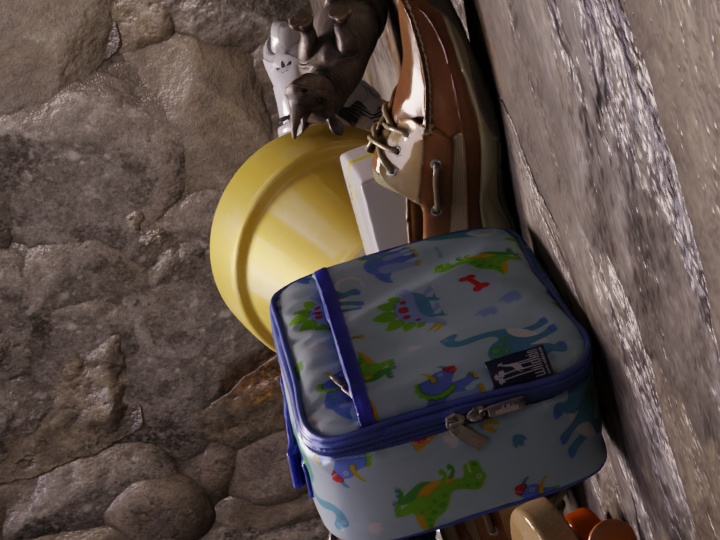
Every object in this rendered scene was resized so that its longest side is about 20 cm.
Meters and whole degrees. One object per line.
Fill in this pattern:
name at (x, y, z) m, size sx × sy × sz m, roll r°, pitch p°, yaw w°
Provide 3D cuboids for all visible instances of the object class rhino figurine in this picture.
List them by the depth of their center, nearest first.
rhino figurine at (-0.023, -0.181, 1.417) m, size 0.088 × 0.059 × 0.201 m, roll 71°, pitch -151°, yaw -46°

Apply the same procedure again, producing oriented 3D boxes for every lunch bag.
lunch bag at (0.034, 0.054, 0.899) m, size 0.200 × 0.160 × 0.083 m, roll -107°, pitch 1°, yaw -65°

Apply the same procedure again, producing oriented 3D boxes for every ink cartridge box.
ink cartridge box at (0.047, -0.015, 1.186) m, size 0.200 × 0.083 × 0.146 m, roll -113°, pitch 7°, yaw -80°

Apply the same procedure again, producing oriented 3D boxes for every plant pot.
plant pot at (0.000, 0.000, 1.392) m, size 0.189 × 0.200 × 0.202 m, roll 40°, pitch 149°, yaw 59°

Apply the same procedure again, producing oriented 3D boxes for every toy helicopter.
toy helicopter at (0.135, 0.210, 0.900) m, size 0.201 × 0.079 × 0.132 m, roll 63°, pitch 166°, yaw 18°

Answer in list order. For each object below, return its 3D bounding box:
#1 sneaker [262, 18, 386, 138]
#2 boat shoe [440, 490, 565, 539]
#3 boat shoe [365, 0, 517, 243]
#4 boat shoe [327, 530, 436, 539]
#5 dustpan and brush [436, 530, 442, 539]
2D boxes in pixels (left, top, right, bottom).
sneaker at (-0.021, -0.168, 1.536) m, size 0.200 × 0.075 × 0.116 m, roll -8°, pitch -98°, yaw -63°
boat shoe at (0.088, 0.137, 1.059) m, size 0.200 × 0.074 × 0.076 m, roll 56°, pitch -134°, yaw -15°
boat shoe at (0.042, -0.068, 0.992) m, size 0.076 × 0.073 × 0.201 m, roll -108°, pitch 3°, yaw -58°
boat shoe at (0.010, 0.133, 1.131) m, size 0.072 × 0.072 × 0.200 m, roll 60°, pitch -161°, yaw -21°
dustpan and brush at (0.033, 0.169, 1.254) m, size 0.200 × 0.057 × 0.140 m, roll 17°, pitch 102°, yaw 47°
